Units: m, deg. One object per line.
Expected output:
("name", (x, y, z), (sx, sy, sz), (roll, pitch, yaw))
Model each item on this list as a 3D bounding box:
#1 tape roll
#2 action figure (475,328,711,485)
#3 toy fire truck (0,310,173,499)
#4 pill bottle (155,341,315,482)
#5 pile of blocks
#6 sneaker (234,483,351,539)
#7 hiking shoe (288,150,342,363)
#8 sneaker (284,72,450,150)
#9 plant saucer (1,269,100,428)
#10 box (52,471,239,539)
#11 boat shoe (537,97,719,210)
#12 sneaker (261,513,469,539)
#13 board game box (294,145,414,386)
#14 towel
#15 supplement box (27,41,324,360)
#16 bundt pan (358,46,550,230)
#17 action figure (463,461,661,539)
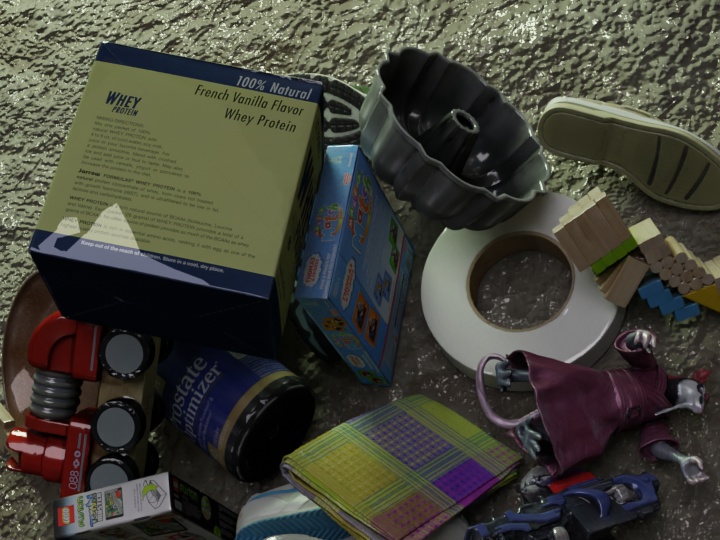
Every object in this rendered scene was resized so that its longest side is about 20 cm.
("tape roll", (0.158, 0.017, 1.190), (0.200, 0.037, 0.205), (-8, 61, 14))
("action figure", (0.221, 0.123, 1.082), (0.197, 0.149, 0.136), (-5, 86, -21))
("toy fire truck", (-0.282, 0.113, 1.135), (0.197, 0.129, 0.179), (8, 95, 4))
("pill bottle", (-0.148, 0.108, 1.203), (0.199, 0.112, 0.112), (33, 77, 30))
("pile of blocks", (0.264, -0.006, 1.132), (0.198, 0.062, 0.083), (28, 108, -9))
("sneaker", (-0.015, 0.220, 1.118), (0.197, 0.078, 0.081), (-5, 18, -2))
("hiking shoe", (-0.039, -0.010, 1.211), (0.086, 0.074, 0.203), (-17, 93, 9))
("sneaker", (0.000, -0.164, 1.294), (0.197, 0.089, 0.078), (12, 105, -6))
("plant saucer", (-0.306, 0.098, 1.259), (0.199, 0.036, 0.203), (-3, 86, 47))
("box", (-0.177, 0.232, 1.095), (0.109, 0.200, 0.035), (-15, 63, 10))
("boat shoe", (0.274, -0.124, 1.199), (0.198, 0.075, 0.068), (25, 33, 8))
("sneaker", (0.005, 0.259, 1.043), (0.197, 0.076, 0.089), (-11, 19, -8))
("board game box", (0.000, 0.000, 1.156), (0.036, 0.200, 0.153), (2, 64, 19))
("towel", (0.038, 0.175, 1.085), (0.143, 0.023, 0.199), (31, 33, 29))
("supplement box", (-0.144, -0.058, 1.039), (0.197, 0.135, 0.202), (11, 65, 3))
("bundt pan", (0.081, -0.116, 1.174), (0.076, 0.200, 0.203), (-51, 50, 35))
("action figure", (0.172, 0.247, 1.024), (0.197, 0.105, 0.195), (-3, 48, -23))
